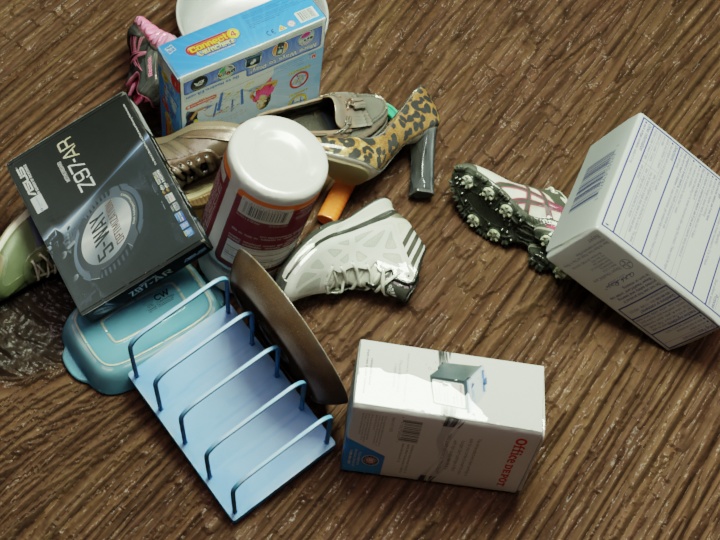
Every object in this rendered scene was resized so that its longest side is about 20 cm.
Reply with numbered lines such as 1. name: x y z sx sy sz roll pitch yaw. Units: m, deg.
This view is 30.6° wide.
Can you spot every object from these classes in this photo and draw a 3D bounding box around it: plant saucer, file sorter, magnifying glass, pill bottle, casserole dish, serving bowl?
1. plant saucer: -0.083 0.068 1.402 0.032 0.201 0.201 -36 67 -11
2. file sorter: -0.136 0.131 1.375 0.138 0.123 0.201 -35 75 -16
3. magnifying glass: -0.005 -0.137 1.642 0.079 0.022 0.201 21 59 7
4. pill bottle: -0.115 -0.067 1.469 0.113 0.201 0.115 11 53 -15
5. casserole dish: -0.243 0.056 1.482 0.199 0.039 0.121 -29 66 -23
6. serving bowl: -0.141 -0.315 1.712 0.197 0.066 0.202 3 58 -5

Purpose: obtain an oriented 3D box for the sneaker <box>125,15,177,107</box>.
1. sneaker: -0.262 -0.249 1.618 0.079 0.200 0.096 39 90 -27

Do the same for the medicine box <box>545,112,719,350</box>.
1. medicine box: 0.344 -0.043 1.536 0.199 0.103 0.183 36 57 -13

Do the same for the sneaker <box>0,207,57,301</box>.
1. sneaker: -0.345 -0.036 1.508 0.089 0.068 0.201 22 55 14

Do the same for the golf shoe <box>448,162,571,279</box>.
1. golf shoe: 0.198 -0.071 1.601 0.199 0.077 0.088 36 50 7

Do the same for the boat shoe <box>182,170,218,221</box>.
1. boat shoe: -0.208 -0.081 1.562 0.199 0.073 0.072 -29 44 -18

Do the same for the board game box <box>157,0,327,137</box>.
1. board game box: -0.142 -0.217 1.573 0.198 0.197 0.056 -26 63 -22

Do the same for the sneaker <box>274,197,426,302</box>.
1. sneaker: 0.000 0.000 1.517 0.200 0.076 0.115 -33 66 -32

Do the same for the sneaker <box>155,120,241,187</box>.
1. sneaker: -0.217 -0.116 1.516 0.197 0.071 0.076 -9 57 6

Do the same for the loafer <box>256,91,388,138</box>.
1. loafer: -0.047 -0.182 1.610 0.198 0.063 0.072 -20 59 -25

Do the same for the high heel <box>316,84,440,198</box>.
1. high heel: 0.011 -0.176 1.598 0.198 0.071 0.145 13 71 -33

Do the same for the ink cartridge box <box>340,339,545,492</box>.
1. ink cartridge box: 0.085 0.157 1.391 0.197 0.147 0.087 7 55 -3

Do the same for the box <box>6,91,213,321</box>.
1. box: -0.278 -0.071 1.454 0.159 0.044 0.202 -30 77 1
